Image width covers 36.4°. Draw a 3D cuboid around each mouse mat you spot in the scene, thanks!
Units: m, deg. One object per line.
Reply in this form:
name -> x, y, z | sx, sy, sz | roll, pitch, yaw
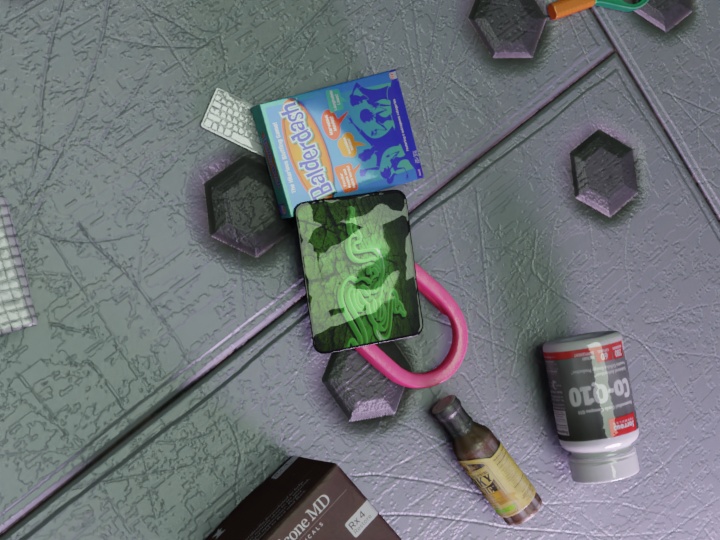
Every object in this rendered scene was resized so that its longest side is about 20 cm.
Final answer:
mouse mat -> 0.000, 0.000, 1.439 | 0.161, 0.008, 0.200 | -10, 95, -22

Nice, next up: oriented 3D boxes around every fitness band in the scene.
fitness band -> 0.058, 0.070, 1.484 | 0.200, 0.037, 0.144 | 42, 71, -14

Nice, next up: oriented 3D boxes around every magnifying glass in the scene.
magnifying glass -> 0.369, -0.422, 1.675 | 0.200, 0.022, 0.080 | -23, 95, -23

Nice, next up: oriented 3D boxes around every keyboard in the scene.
keyboard -> -0.111, -0.172, 1.445 | 0.200, 0.011, 0.056 | 25, 76, -20

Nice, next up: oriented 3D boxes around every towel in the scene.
towel -> -0.480, 0.010, 1.228 | 0.200, 0.086, 0.166 | -17, 91, -23

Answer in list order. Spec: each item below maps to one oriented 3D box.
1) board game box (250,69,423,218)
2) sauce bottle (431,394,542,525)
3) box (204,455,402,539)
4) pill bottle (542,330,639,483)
board game box -> -0.029, -0.168, 1.450 | 0.200, 0.045, 0.152 | -19, 98, -20
sauce bottle -> 0.170, 0.259, 1.504 | 0.065, 0.065, 0.200 | -41, 100, -21
box -> -0.053, 0.357, 1.339 | 0.166, 0.164, 0.200 | -43, 103, -21
pill bottle -> 0.330, 0.192, 1.551 | 0.114, 0.114, 0.200 | -10, 89, -24
